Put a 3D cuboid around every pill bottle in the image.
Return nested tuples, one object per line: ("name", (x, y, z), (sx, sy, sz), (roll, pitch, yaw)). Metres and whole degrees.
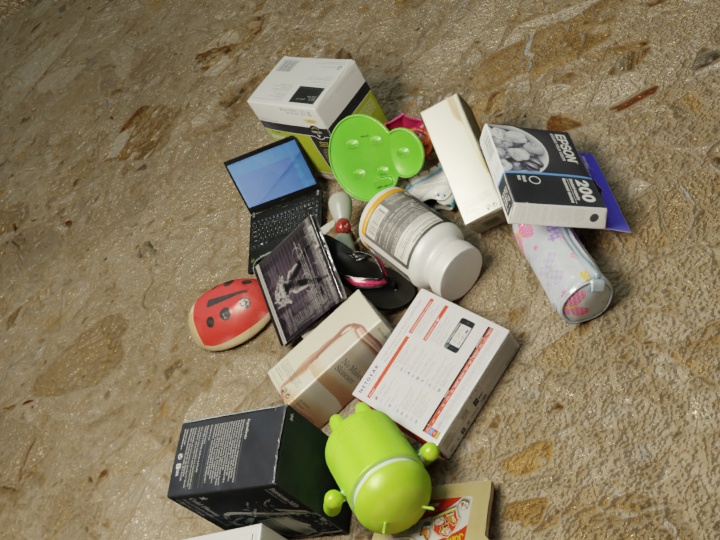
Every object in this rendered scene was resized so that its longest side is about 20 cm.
("pill bottle", (0.096, -0.042, 1.493), (0.117, 0.117, 0.199), (-48, 52, -5))

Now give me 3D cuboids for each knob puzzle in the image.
("knob puzzle", (0.089, 0.379, 1.223), (0.217, 0.031, 0.222), (-26, 33, 18))

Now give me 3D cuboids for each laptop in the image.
("laptop", (-0.168, -0.122, 1.751), (0.175, 0.103, 0.204), (-16, 60, 29))

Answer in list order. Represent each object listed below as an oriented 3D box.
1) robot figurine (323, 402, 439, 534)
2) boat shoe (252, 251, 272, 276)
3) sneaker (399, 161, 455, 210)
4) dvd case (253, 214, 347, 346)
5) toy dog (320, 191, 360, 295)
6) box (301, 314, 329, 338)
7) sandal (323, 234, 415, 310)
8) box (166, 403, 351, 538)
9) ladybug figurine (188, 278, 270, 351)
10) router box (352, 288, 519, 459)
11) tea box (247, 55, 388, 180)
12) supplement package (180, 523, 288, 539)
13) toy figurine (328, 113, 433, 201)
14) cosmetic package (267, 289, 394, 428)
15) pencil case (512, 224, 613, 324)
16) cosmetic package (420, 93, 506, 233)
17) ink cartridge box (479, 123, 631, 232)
("robot figurine", (0.023, 0.275, 1.273), (0.173, 0.117, 0.200), (-22, 38, -15))
("boat shoe", (-0.138, -0.001, 1.635), (0.199, 0.061, 0.075), (-177, 92, -67))
("sneaker", (0.159, -0.150, 1.578), (0.199, 0.075, 0.088), (-38, 48, 19))
("dvd case", (-0.104, 0.021, 1.540), (0.199, 0.016, 0.151), (-38, 68, 45))
("toy dog", (-0.035, -0.025, 1.608), (0.097, 0.130, 0.203), (123, 171, -58))
("box", (-0.079, 0.038, 1.629), (0.041, 0.039, 0.203), (-21, 47, 23))
("sandal", (0.000, 0.000, 1.516), (0.198, 0.045, 0.076), (30, 61, 5))
("box", (-0.139, 0.301, 1.350), (0.193, 0.200, 0.126), (-15, 50, 28))
("ladybug figurine", (-0.241, 0.073, 1.703), (0.197, 0.072, 0.138), (-22, 46, 22))
("router box", (0.111, 0.148, 1.377), (0.178, 0.049, 0.202), (26, 76, 41))
("tea box", (-0.071, -0.285, 1.753), (0.198, 0.198, 0.134), (16, 60, 43))
("supplement package", (-0.198, 0.455, 1.343), (0.197, 0.110, 0.116), (-17, 48, 26))
("toy figurine", (0.073, -0.223, 1.625), (0.197, 0.153, 0.183), (-4, 18, 38))
("cosmetic package", (-0.036, 0.143, 1.467), (0.200, 0.103, 0.087), (-43, 45, 3))
("pencil case", (0.294, -0.018, 1.349), (0.091, 0.082, 0.202), (-54, 36, 31))
("cosmetic package", (0.174, -0.170, 1.487), (0.070, 0.105, 0.203), (-24, 77, 17))
("ink cartridge box", (0.293, -0.140, 1.380), (0.196, 0.044, 0.200), (4, 42, -13))
